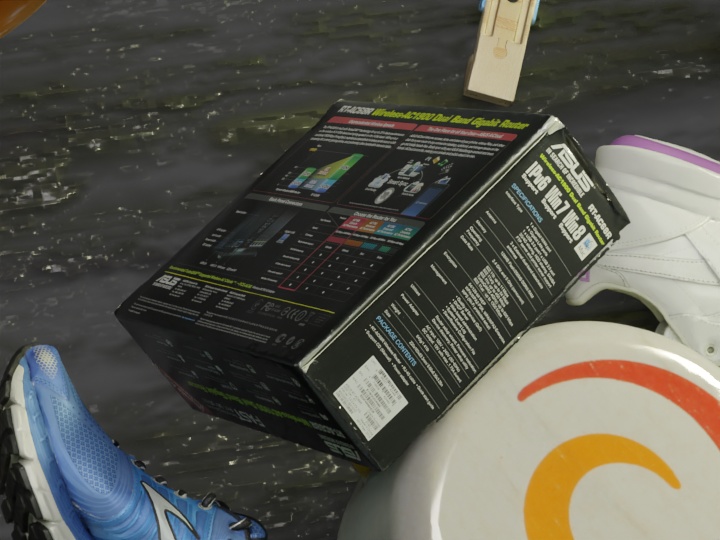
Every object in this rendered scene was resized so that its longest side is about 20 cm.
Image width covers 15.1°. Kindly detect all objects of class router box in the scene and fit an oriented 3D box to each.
[{"bbox_3d":[0.000,0.000,1.148,0.150,0.200,0.062,-44,112,-16],"label":"router box"}]

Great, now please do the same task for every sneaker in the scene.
[{"bbox_3d":[0.187,0.015,1.232,0.200,0.075,0.100,22,89,4],"label":"sneaker"},{"bbox_3d":[-0.092,0.118,1.169,0.089,0.079,0.200,-27,83,-20],"label":"sneaker"}]

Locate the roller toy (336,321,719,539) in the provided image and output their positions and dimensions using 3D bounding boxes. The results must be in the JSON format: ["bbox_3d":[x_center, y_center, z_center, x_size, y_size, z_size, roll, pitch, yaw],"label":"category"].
[{"bbox_3d":[0.084,0.124,1.137,0.200,0.140,0.183,11,68,-12],"label":"roller toy"}]

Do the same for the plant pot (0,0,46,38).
[{"bbox_3d":[-0.247,-0.195,1.192,0.200,0.200,0.184,-18,73,-10],"label":"plant pot"}]

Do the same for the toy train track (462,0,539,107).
[{"bbox_3d":[0.079,-0.173,1.303,0.115,0.033,0.200,14,76,-7],"label":"toy train track"}]
